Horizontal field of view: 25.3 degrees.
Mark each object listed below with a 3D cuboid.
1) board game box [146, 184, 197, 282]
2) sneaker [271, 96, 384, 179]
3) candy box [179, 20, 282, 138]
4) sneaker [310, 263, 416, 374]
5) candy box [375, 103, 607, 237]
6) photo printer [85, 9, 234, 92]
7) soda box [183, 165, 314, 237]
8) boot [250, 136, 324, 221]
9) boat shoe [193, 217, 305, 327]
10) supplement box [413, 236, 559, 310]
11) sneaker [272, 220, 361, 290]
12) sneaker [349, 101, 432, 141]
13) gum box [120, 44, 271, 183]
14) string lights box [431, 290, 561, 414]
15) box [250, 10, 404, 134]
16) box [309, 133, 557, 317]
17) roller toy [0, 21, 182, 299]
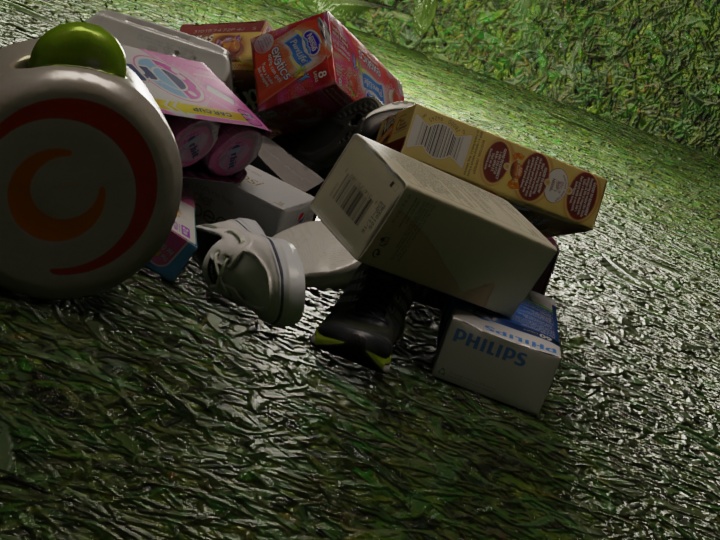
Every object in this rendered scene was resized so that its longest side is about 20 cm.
[{"bbox_3d":[-0.236,-0.083,1.405,0.199,0.040,0.153,34,14,-17],"label":"board game box"},{"bbox_3d":[-0.030,-0.109,1.733,0.114,0.199,0.077,38,38,-45],"label":"sneaker"},{"bbox_3d":[-0.121,-0.207,1.854,0.116,0.057,0.200,2,-29,28],"label":"candy box"},{"bbox_3d":[0.008,0.029,1.374,0.073,0.081,0.200,20,15,1],"label":"sneaker"},{"bbox_3d":[0.118,-0.091,1.511,0.199,0.056,0.115,21,-7,-13],"label":"candy box"},{"bbox_3d":[-0.219,-0.198,1.771,0.165,0.070,0.200,18,-18,3],"label":"photo printer"},{"bbox_3d":[-0.143,-0.074,1.554,0.199,0.069,0.064,27,24,24],"label":"soda box"},{"bbox_3d":[-0.127,-0.099,1.643,0.200,0.066,0.165,38,-23,13],"label":"boot"},{"bbox_3d":[-0.102,0.003,1.373,0.066,0.074,0.200,-1,12,-19],"label":"boat shoe"},{"bbox_3d":[0.088,-0.025,1.632,0.199,0.104,0.131,18,14,-4],"label":"supplement box"},{"bbox_3d":[0.000,0.000,1.498,0.199,0.089,0.075,-10,45,-13],"label":"sneaker"},{"bbox_3d":[0.085,-0.110,1.591,0.199,0.076,0.088,9,25,-36],"label":"sneaker"},{"bbox_3d":[-0.183,-0.142,1.446,0.114,0.066,0.199,45,23,28],"label":"gum box"},{"bbox_3d":[0.125,0.058,1.470,0.102,0.059,0.200,21,15,1],"label":"string lights box"},{"bbox_3d":[-0.031,-0.191,1.772,0.099,0.096,0.200,-17,-24,20],"label":"box"},{"bbox_3d":[0.065,-0.036,1.376,0.199,0.078,0.095,21,19,-41],"label":"box"},{"bbox_3d":[-0.237,-0.080,1.241,0.183,0.200,0.140,53,0,-26],"label":"roller toy"}]
